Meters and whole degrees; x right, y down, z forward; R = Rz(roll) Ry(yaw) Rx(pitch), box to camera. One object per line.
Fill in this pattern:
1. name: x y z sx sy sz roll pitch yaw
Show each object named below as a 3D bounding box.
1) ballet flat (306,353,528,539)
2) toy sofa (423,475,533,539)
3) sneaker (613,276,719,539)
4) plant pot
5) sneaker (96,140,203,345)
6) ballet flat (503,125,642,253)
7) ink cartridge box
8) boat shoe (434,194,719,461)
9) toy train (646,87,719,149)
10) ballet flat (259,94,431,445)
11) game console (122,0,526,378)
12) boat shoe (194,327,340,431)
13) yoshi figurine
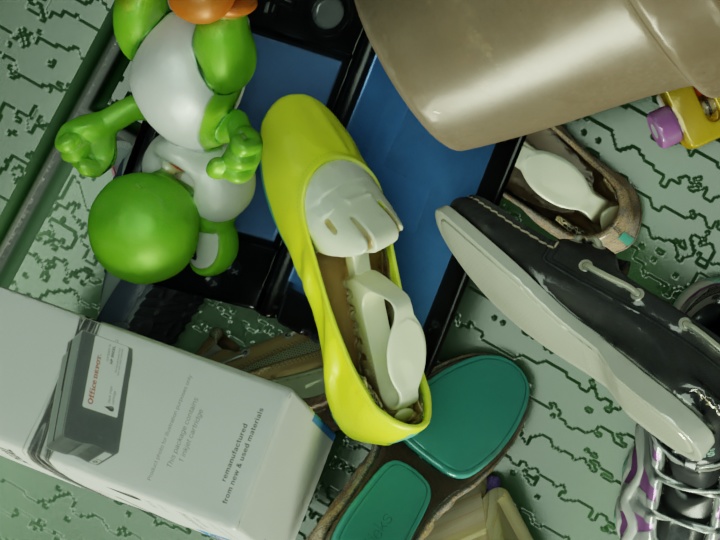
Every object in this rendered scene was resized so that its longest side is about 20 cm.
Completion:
1. ballet flat: 0.023 0.120 1.486 0.068 0.200 0.067 45 140 2
2. toy sofa: 0.012 0.202 1.531 0.200 0.098 0.083 -24 114 9
3. sneaker: 0.183 0.104 1.459 0.078 0.140 0.200 7 94 8
4. plant pot: 0.096 -0.152 1.355 0.175 0.200 0.200 -29 89 16
5. sneaker: -0.121 -0.033 1.543 0.082 0.070 0.200 29 96 24
6. ballet flat: 0.079 -0.080 1.500 0.200 0.067 0.068 34 97 5
7. ink cartridge box: -0.129 0.082 1.431 0.200 0.145 0.084 19 81 13
8. boat shoe: 0.126 0.018 1.398 0.200 0.074 0.060 40 78 25
9. toy train: 0.235 -0.124 1.485 0.150 0.056 0.200 1 90 -5
10. ballet flat: 0.000 0.000 1.415 0.067 0.067 0.200 -20 103 -30
11. game console: -0.025 -0.057 1.453 0.172 0.119 0.200 15 102 -31
12. boat shoe: -0.080 0.071 1.543 0.200 0.072 0.076 -16 66 5
13. yoshi figurine: -0.103 -0.071 1.370 0.112 0.112 0.200 -8 126 -8
